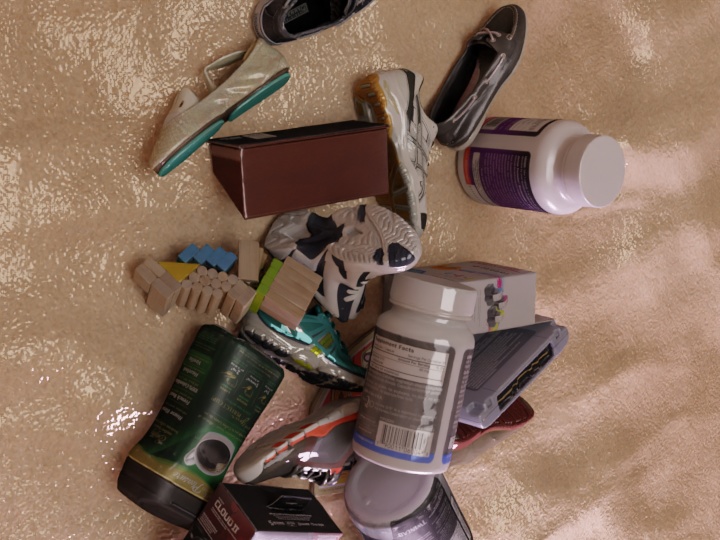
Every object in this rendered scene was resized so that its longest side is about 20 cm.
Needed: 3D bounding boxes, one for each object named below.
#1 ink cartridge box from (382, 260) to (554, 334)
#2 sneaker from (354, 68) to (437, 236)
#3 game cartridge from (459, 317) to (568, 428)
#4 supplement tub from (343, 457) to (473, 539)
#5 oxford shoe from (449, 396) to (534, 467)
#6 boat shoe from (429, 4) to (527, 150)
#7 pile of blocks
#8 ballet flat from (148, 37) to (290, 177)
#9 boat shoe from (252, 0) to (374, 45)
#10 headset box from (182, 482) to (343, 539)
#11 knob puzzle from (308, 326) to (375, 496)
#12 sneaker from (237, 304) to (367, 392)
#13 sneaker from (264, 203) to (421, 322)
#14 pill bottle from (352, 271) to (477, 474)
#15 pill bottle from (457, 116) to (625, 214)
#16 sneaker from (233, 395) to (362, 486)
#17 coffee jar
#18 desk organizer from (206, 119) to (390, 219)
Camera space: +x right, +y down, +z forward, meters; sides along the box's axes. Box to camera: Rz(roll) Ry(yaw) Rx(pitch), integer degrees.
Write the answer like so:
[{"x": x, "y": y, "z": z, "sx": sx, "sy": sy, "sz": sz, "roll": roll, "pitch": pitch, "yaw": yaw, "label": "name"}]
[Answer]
[{"x": 0.137, "y": 0.032, "z": 1.351, "sx": 0.197, "sy": 0.114, "sz": 0.069, "roll": -6, "pitch": 102, "yaw": -37, "label": "ink cartridge box"}, {"x": 0.060, "y": -0.138, "z": 1.289, "sx": 0.087, "sy": 0.075, "sz": 0.204, "roll": -24, "pitch": 112, "yaw": -32, "label": "sneaker"}, {"x": 0.154, "y": 0.118, "z": 1.364, "sx": 0.199, "sy": 0.132, "sz": 0.041, "roll": -37, "pitch": 126, "yaw": -36, "label": "game cartridge"}, {"x": 0.066, "y": 0.312, "z": 1.328, "sx": 0.123, "sy": 0.122, "sz": 0.202, "roll": -45, "pitch": 133, "yaw": -22, "label": "supplement tub"}, {"x": 0.150, "y": 0.208, "z": 1.435, "sx": 0.198, "sy": 0.071, "sz": 0.076, "roll": -8, "pitch": 134, "yaw": -42, "label": "oxford shoe"}, {"x": 0.145, "y": -0.245, "z": 1.339, "sx": 0.057, "sy": 0.066, "sz": 0.203, "roll": 33, "pitch": 81, "yaw": -46, "label": "boat shoe"}, {"x": -0.142, "y": 0.016, "z": 1.164, "sx": 0.196, "sy": 0.062, "sz": 0.084, "roll": 10, "pitch": 61, "yaw": -15, "label": "pile of blocks"}, {"x": -0.157, "y": -0.173, "z": 1.137, "sx": 0.063, "sy": 0.067, "sz": 0.200, "roll": 49, "pitch": 62, "yaw": -2, "label": "ballet flat"}, {"x": -0.026, "y": -0.305, "z": 1.199, "sx": 0.199, "sy": 0.067, "sz": 0.073, "roll": -33, "pitch": 116, "yaw": -29, "label": "boat shoe"}, {"x": -0.122, "y": 0.314, "z": 1.165, "sx": 0.148, "sy": 0.077, "sz": 0.201, "roll": 19, "pitch": 109, "yaw": -52, "label": "headset box"}, {"x": 0.024, "y": 0.168, "z": 1.341, "sx": 0.217, "sy": 0.030, "sz": 0.224, "roll": -7, "pitch": 102, "yaw": -36, "label": "knob puzzle"}, {"x": -0.045, "y": 0.082, "z": 1.244, "sx": 0.199, "sy": 0.077, "sz": 0.081, "roll": 34, "pitch": 66, "yaw": -30, "label": "sneaker"}, {"x": 0.000, "y": 0.000, "z": 1.199, "sx": 0.130, "sy": 0.196, "sz": 0.080, "roll": 53, "pitch": 47, "yaw": -41, "label": "sneaker"}, {"x": 0.063, "y": 0.110, "z": 1.202, "sx": 0.112, "sy": 0.113, "sz": 0.204, "roll": 9, "pitch": 95, "yaw": -37, "label": "pill bottle"}, {"x": 0.220, "y": -0.128, "z": 1.334, "sx": 0.110, "sy": 0.199, "sz": 0.114, "roll": -7, "pitch": 103, "yaw": -35, "label": "pill bottle"}, {"x": -0.051, "y": 0.206, "z": 1.219, "sx": 0.198, "sy": 0.076, "sz": 0.083, "roll": -21, "pitch": 95, "yaw": -41, "label": "sneaker"}, {"x": -0.169, "y": 0.166, "z": 1.158, "sx": 0.104, "sy": 0.085, "sz": 0.202, "roll": 41, "pitch": 72, "yaw": -42, "label": "coffee jar"}, {"x": -0.064, "y": -0.113, "z": 1.202, "sx": 0.197, "sy": 0.071, "sz": 0.079, "roll": -13, "pitch": 108, "yaw": -35, "label": "desk organizer"}]
